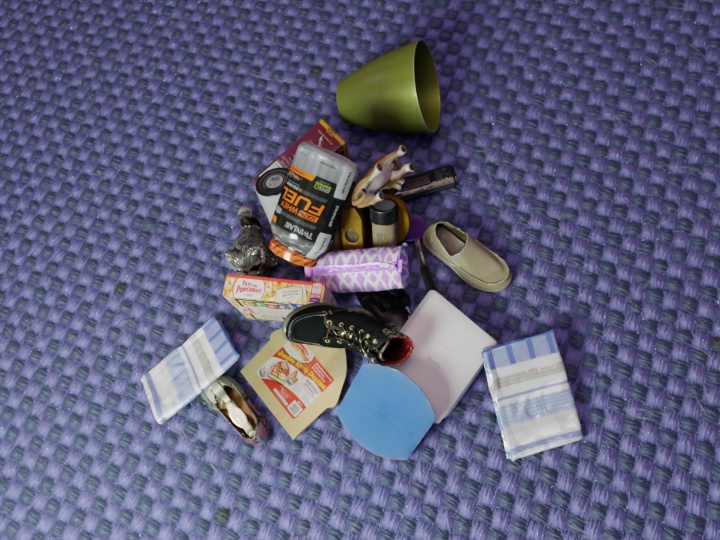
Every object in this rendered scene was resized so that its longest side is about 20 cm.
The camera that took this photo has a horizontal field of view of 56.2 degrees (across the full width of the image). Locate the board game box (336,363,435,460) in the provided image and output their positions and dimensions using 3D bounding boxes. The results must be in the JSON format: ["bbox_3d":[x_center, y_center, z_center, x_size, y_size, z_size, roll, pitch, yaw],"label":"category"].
[{"bbox_3d":[0.050,0.247,1.211,0.156,0.202,0.039,33,36,8],"label":"board game box"}]

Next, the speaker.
[{"bbox_3d":[-0.143,-0.102,1.344,0.079,0.202,0.083,-8,47,9],"label":"speaker"}]

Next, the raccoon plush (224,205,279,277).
[{"bbox_3d":[-0.246,-0.063,1.385,0.095,0.134,0.202,-29,66,-2],"label":"raccoon plush"}]

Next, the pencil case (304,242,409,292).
[{"bbox_3d":[0.000,0.000,1.280,0.195,0.085,0.086,-6,94,18],"label":"pencil case"}]

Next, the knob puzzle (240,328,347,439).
[{"bbox_3d":[-0.108,0.193,1.315,0.213,0.031,0.225,-4,67,9],"label":"knob puzzle"}]

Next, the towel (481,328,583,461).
[{"bbox_3d":[0.306,0.222,1.204,0.143,0.024,0.205,-14,85,2],"label":"towel"}]

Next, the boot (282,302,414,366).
[{"bbox_3d":[-0.020,0.112,1.167,0.153,0.200,0.075,24,107,53],"label":"boot"}]

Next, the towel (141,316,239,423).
[{"bbox_3d":[-0.335,0.191,1.318,0.199,0.024,0.147,-39,40,-4],"label":"towel"}]

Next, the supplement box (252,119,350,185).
[{"bbox_3d":[-0.119,-0.205,1.434,0.199,0.111,0.086,-42,68,-8],"label":"supplement box"}]

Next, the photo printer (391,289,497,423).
[{"bbox_3d":[0.135,0.165,1.249,0.165,0.070,0.201,39,78,5],"label":"photo printer"}]

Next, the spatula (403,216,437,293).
[{"bbox_3d":[0.125,-0.024,1.368,0.055,0.021,0.204,-14,68,-5],"label":"spatula"}]

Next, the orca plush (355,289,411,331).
[{"bbox_3d":[0.040,0.050,1.325,0.103,0.071,0.203,-25,66,-1],"label":"orca plush"}]

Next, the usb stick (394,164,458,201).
[{"bbox_3d":[0.108,-0.176,1.427,0.195,0.033,0.057,-16,59,3],"label":"usb stick"}]

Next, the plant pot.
[{"bbox_3d":[0.054,-0.378,1.455,0.195,0.187,0.192,-5,66,24],"label":"plant pot"}]

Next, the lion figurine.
[{"bbox_3d":[0.028,-0.164,1.257,0.199,0.121,0.074,-35,96,-42],"label":"lion figurine"}]

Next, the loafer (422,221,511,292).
[{"bbox_3d":[0.208,-0.029,1.324,0.197,0.068,0.076,31,76,12],"label":"loafer"}]

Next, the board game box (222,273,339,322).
[{"bbox_3d":[-0.149,0.062,1.309,0.194,0.152,0.047,5,70,11],"label":"board game box"}]

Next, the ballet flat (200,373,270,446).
[{"bbox_3d":[-0.249,0.255,1.292,0.069,0.071,0.199,-45,68,-9],"label":"ballet flat"}]

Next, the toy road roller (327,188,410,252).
[{"bbox_3d":[0.003,-0.102,1.356,0.194,0.125,0.147,4,35,11],"label":"toy road roller"}]

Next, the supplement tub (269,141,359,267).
[{"bbox_3d":[-0.089,-0.118,1.224,0.121,0.122,0.204,25,102,18],"label":"supplement tub"}]
